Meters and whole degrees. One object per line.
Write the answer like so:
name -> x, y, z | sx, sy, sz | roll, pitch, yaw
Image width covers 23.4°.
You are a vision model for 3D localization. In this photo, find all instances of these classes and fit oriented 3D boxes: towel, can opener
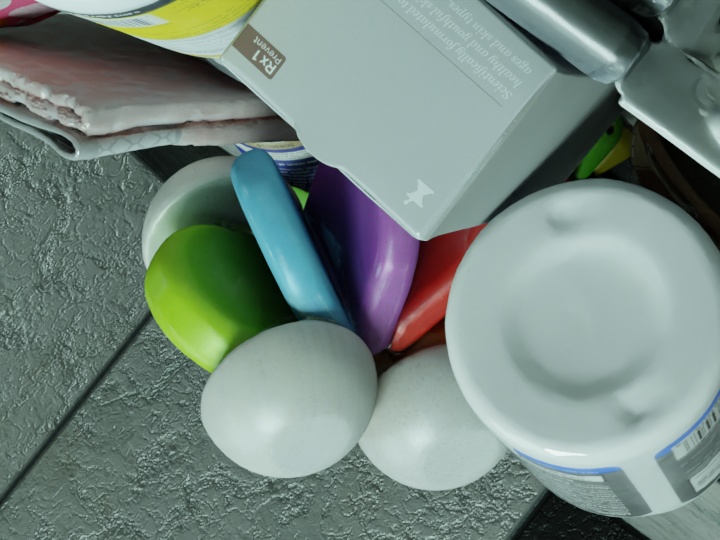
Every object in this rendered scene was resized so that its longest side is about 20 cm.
towel -> -0.117, -0.100, 0.906 | 0.190, 0.032, 0.200 | -8, -156, -40
can opener -> 0.083, -0.091, 0.607 | 0.199, 0.053, 0.067 | 35, 175, -7

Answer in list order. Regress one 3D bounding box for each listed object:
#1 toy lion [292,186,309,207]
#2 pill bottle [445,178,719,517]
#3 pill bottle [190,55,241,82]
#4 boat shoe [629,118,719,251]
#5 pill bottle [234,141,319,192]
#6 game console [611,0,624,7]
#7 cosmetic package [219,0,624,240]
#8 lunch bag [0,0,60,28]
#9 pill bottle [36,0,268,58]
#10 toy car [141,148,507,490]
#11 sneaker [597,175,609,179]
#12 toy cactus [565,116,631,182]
toy lion -> -0.017, -0.009, 1.086 | 0.191, 0.069, 0.200 | 29, 172, 12
pill bottle -> 0.110, 0.044, 0.747 | 0.114, 0.114, 0.200 | 36, 176, 21
pill bottle -> -0.056, -0.157, 0.866 | 0.116, 0.116, 0.200 | 43, 174, -38
boat shoe -> 0.184, -0.012, 0.692 | 0.200, 0.076, 0.072 | 34, 171, 30
pill bottle -> -0.023, -0.100, 1.108 | 0.116, 0.116, 0.200 | 36, 173, 25
game console -> 0.051, -0.155, 0.624 | 0.177, 0.031, 0.200 | 40, 175, -12
cosmetic package -> 0.038, -0.080, 0.698 | 0.107, 0.090, 0.200 | 42, -167, 9
lunch bag -> -0.201, -0.173, 0.795 | 0.199, 0.083, 0.176 | 6, 169, -43
pill bottle -> -0.065, -0.141, 0.657 | 0.112, 0.112, 0.200 | 38, -171, 10
toy car -> 0.000, 0.000, 0.829 | 0.199, 0.150, 0.176 | 9, -142, -31
sneaker -> 0.170, 0.019, 1.019 | 0.200, 0.070, 0.082 | 45, 162, 0
toy cactus -> 0.123, 0.006, 0.913 | 0.164, 0.103, 0.200 | -8, 138, 28
